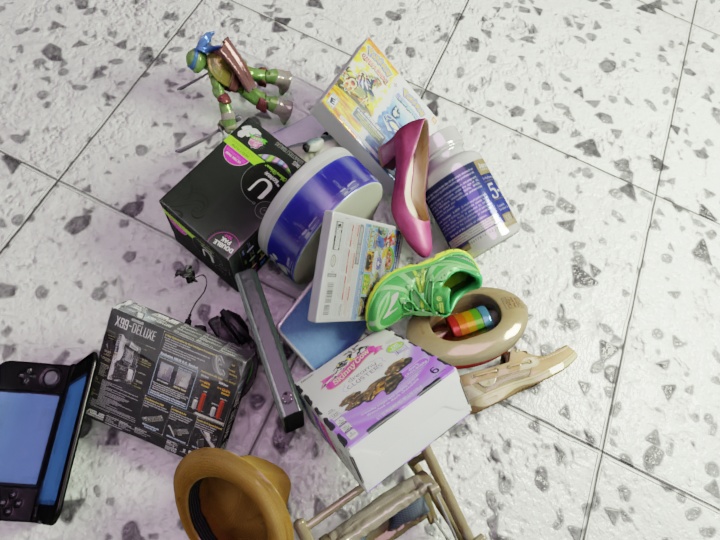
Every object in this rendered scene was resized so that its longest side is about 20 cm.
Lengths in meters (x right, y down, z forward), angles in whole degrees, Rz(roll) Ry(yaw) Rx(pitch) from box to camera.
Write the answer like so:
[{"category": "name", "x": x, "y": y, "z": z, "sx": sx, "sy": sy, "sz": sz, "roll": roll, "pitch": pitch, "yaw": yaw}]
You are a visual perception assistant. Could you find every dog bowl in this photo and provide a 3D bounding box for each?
[{"category": "dog bowl", "x": -0.058, "y": -0.079, "z": 0.827, "sx": 0.079, "sy": 0.201, "sz": 0.200, "roll": 42, "pitch": 68, "yaw": 12}]

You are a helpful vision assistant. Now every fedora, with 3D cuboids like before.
[{"category": "fedora", "x": -0.148, "y": 0.295, "z": 0.692, "sx": 0.200, "sy": 0.203, "sz": 0.081, "roll": 42, "pitch": 32, "yaw": 12}]

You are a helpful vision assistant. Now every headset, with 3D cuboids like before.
[{"category": "headset", "x": -0.219, "y": 0.096, "z": 0.790, "sx": 0.120, "sy": 0.094, "sz": 0.206, "roll": -17, "pitch": 81, "yaw": -15}]

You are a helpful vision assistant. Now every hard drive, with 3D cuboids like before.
[{"category": "hard drive", "x": -0.126, "y": 0.115, "z": 0.767, "sx": 0.032, "sy": 0.140, "sz": 0.205, "roll": -18, "pitch": 70, "yaw": -13}]

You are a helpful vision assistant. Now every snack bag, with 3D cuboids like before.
[{"category": "snack bag", "x": -0.039, "y": -0.219, "z": 0.989, "sx": 0.186, "sy": 0.022, "sz": 0.202, "roll": -33, "pitch": 74, "yaw": -18}]

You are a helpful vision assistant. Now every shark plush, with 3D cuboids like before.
[{"category": "shark plush", "x": -0.052, "y": -0.227, "z": 0.946, "sx": 0.199, "sy": 0.092, "sz": 0.083, "roll": -40, "pitch": 46, "yaw": -15}]

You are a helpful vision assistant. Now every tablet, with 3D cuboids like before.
[{"category": "tablet", "x": -0.032, "y": 0.055, "z": 0.838, "sx": 0.201, "sy": 0.013, "sz": 0.131, "roll": -51, "pitch": 120, "yaw": -23}]

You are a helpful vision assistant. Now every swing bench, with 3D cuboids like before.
[{"category": "swing bench", "x": 0.043, "y": 0.357, "z": 0.692, "sx": 0.195, "sy": 0.130, "sz": 0.203, "roll": -28, "pitch": 73, "yaw": -18}]

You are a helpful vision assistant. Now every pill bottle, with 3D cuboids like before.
[{"category": "pill bottle", "x": 0.166, "y": -0.125, "z": 0.901, "sx": 0.117, "sy": 0.120, "sz": 0.204, "roll": -26, "pitch": 84, "yaw": -17}]

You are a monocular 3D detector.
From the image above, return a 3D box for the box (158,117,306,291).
[{"category": "box", "x": -0.186, "y": -0.103, "z": 0.863, "sx": 0.147, "sy": 0.125, "sz": 0.201, "roll": 37, "pitch": 68, "yaw": 11}]

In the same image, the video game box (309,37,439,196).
[{"category": "video game box", "x": 0.032, "y": -0.264, "z": 0.940, "sx": 0.199, "sy": 0.046, "sz": 0.185, "roll": 43, "pitch": 56, "yaw": -21}]

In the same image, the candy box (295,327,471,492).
[{"category": "candy box", "x": 0.021, "y": 0.170, "z": 0.733, "sx": 0.165, "sy": 0.199, "sz": 0.073, "roll": -31, "pitch": 112, "yaw": -18}]

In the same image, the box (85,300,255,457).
[{"category": "box", "x": -0.259, "y": 0.153, "z": 0.741, "sx": 0.195, "sy": 0.050, "sz": 0.162, "roll": 20, "pitch": 99, "yaw": 3}]

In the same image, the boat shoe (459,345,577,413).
[{"category": "boat shoe", "x": 0.242, "y": 0.151, "z": 0.838, "sx": 0.195, "sy": 0.072, "sz": 0.066, "roll": -21, "pitch": 71, "yaw": -14}]

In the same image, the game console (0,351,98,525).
[{"category": "game console", "x": -0.429, "y": 0.210, "z": 0.702, "sx": 0.170, "sy": 0.117, "sz": 0.206, "roll": 6, "pitch": 65, "yaw": -5}]

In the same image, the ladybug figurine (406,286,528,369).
[{"category": "ladybug figurine", "x": 0.166, "y": 0.093, "z": 0.839, "sx": 0.194, "sy": 0.073, "sz": 0.137, "roll": -14, "pitch": 41, "yaw": -3}]

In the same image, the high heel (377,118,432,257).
[{"category": "high heel", "x": 0.094, "y": -0.129, "z": 0.849, "sx": 0.066, "sy": 0.095, "sz": 0.206, "roll": 4, "pitch": 66, "yaw": -47}]

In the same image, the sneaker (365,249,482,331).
[{"category": "sneaker", "x": 0.094, "y": 0.032, "z": 0.810, "sx": 0.196, "sy": 0.076, "sz": 0.084, "roll": -27, "pitch": 36, "yaw": -11}]

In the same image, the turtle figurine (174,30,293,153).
[{"category": "turtle figurine", "x": -0.227, "y": -0.315, "z": 0.978, "sx": 0.189, "sy": 0.204, "sz": 0.145, "roll": 7, "pitch": 33, "yaw": -28}]

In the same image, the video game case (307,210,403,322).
[{"category": "video game case", "x": 0.000, "y": 0.000, "z": 0.793, "sx": 0.018, "sy": 0.198, "sz": 0.148, "roll": 11, "pitch": 93, "yaw": 33}]
